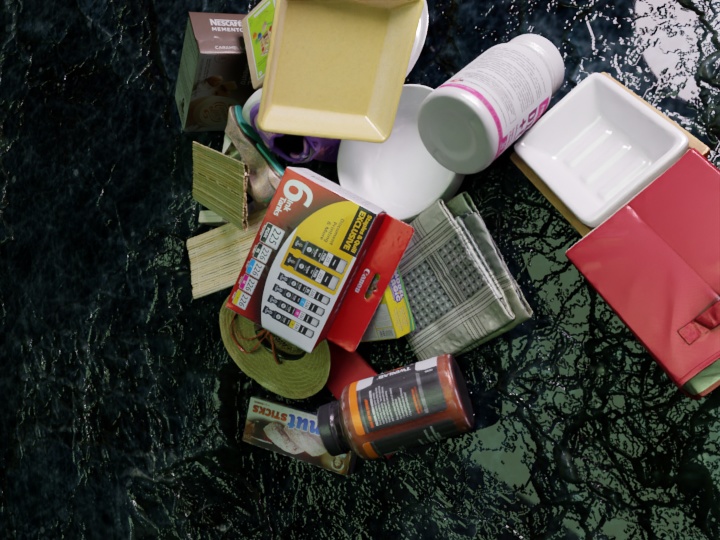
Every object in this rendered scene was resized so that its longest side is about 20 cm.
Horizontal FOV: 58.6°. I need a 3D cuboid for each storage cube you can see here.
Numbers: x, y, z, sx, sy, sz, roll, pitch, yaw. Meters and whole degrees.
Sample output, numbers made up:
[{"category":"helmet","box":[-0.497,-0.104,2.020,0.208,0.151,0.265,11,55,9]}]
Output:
[{"category":"storage cube","box":[0.361,0.013,0.693,0.171,0.200,0.180,-43,59,17]}]

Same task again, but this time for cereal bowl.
[{"category":"cereal bowl","box":[0.069,-0.161,0.938,0.199,0.083,0.202,-5,80,27]}]

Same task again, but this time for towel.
[{"category":"towel","box":[0.111,0.019,0.874,0.200,0.034,0.193,-37,74,38]}]

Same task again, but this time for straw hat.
[{"category":"straw hat","box":[-0.111,0.090,0.983,0.200,0.085,0.202,13,118,25]}]

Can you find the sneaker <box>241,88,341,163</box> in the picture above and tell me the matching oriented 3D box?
[{"category":"sneaker","box":[-0.082,-0.193,0.957,0.080,0.199,0.089,-45,54,26]}]

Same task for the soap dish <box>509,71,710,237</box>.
[{"category":"soap dish","box":[0.295,-0.133,0.782,0.157,0.081,0.200,-42,43,16]}]

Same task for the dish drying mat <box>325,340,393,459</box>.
[{"category":"dish drying mat","box":[0.001,0.179,0.958,0.200,0.018,0.077,45,103,26]}]

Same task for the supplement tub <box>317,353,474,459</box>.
[{"category":"supplement tub","box":[0.044,0.189,0.864,0.199,0.107,0.108,-19,73,12]}]

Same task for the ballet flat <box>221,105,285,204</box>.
[{"category":"ballet flat","box":[-0.167,-0.170,0.945,0.067,0.068,0.200,-42,50,12]}]

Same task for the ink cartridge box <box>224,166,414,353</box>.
[{"category":"ink cartridge box","box":[-0.050,-0.006,0.835,0.175,0.084,0.201,27,102,6]}]

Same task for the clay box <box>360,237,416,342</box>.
[{"category":"clay box","box":[0.000,0.000,0.918,0.115,0.047,0.201,-12,94,47]}]

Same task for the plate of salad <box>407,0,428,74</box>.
[{"category":"plate of salad","box":[0.029,-0.360,1.007,0.199,0.048,0.202,-7,79,39]}]

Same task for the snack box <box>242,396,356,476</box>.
[{"category":"snack box","box":[-0.093,0.253,0.993,0.199,0.024,0.072,9,85,29]}]

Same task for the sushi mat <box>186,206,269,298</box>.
[{"category":"sushi mat","box":[-0.179,-0.030,0.949,0.199,0.012,0.096,-19,76,25]}]

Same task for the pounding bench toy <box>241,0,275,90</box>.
[{"category":"pounding bench toy","box":[-0.043,-0.339,0.931,0.199,0.156,0.125,-28,65,34]}]

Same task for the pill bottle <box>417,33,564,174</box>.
[{"category":"pill bottle","box":[0.173,-0.219,0.823,0.113,0.114,0.200,28,54,29]}]

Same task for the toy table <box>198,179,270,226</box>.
[{"category":"toy table","box":[-0.149,-0.076,1.024,0.199,0.117,0.185,-12,76,27]}]

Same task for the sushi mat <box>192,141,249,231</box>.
[{"category":"sushi mat","box":[-0.211,-0.129,0.956,0.200,0.012,0.096,29,119,50]}]

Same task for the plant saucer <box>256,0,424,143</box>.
[{"category":"plant saucer","box":[-0.034,-0.277,0.840,0.048,0.199,0.201,49,132,50]}]

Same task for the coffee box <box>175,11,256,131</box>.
[{"category":"coffee box","box":[-0.230,-0.318,1.052,0.200,0.114,0.080,-48,55,57]}]
